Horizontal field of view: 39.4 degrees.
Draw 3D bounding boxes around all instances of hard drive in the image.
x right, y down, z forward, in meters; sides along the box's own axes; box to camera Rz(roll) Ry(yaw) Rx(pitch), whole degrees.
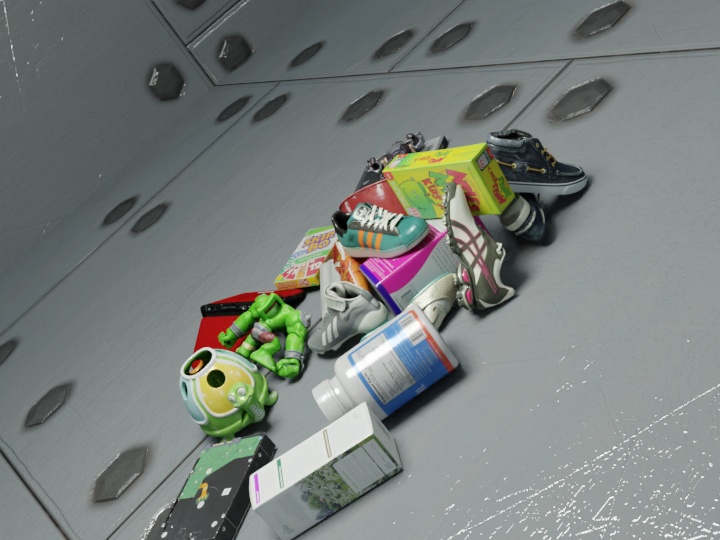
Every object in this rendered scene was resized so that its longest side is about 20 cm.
[{"bbox_3d":[-0.221,0.344,1.537,0.139,0.038,0.200,-18,32,34],"label":"hard drive"}]

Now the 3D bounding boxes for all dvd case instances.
[{"bbox_3d":[0.078,-0.202,2.085,0.200,0.025,0.150,-17,32,34],"label":"dvd case"}]

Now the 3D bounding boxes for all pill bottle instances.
[{"bbox_3d":[0.033,0.149,1.461,0.200,0.112,0.112,-36,26,3],"label":"pill bottle"}]

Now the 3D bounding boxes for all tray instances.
[{"bbox_3d":[-0.020,0.023,1.792,0.107,0.022,0.200,-9,29,1],"label":"tray"}]

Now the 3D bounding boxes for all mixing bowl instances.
[{"bbox_3d":[0.071,-0.090,1.766,0.200,0.109,0.200,-16,-10,-3],"label":"mixing bowl"}]

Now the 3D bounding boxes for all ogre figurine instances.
[{"bbox_3d":[-0.157,0.110,1.764,0.120,0.098,0.200,-59,26,-10],"label":"ogre figurine"}]

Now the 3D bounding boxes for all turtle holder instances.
[{"bbox_3d":[-0.229,0.206,1.667,0.141,0.132,0.186,-33,26,6],"label":"turtle holder"}]

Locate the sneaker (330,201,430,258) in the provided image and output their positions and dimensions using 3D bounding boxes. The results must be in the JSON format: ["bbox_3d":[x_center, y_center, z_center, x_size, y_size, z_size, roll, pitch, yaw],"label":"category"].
[{"bbox_3d":[0.025,-0.070,1.634,0.200,0.080,0.071,-6,38,49],"label":"sneaker"}]

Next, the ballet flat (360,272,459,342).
[{"bbox_3d":[0.089,0.085,1.574,0.200,0.067,0.062,-39,54,3],"label":"ballet flat"}]

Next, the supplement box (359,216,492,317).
[{"bbox_3d":[0.114,-0.015,1.643,0.200,0.101,0.103,-37,25,-2],"label":"supplement box"}]

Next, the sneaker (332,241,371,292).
[{"bbox_3d":[0.000,0.000,1.734,0.077,0.073,0.200,-2,31,-8],"label":"sneaker"}]

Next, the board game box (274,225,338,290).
[{"bbox_3d":[-0.089,-0.033,1.982,0.095,0.030,0.200,-9,29,29],"label":"board game box"}]

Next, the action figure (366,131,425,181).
[{"bbox_3d":[0.075,-0.224,2.022,0.130,0.069,0.200,-38,20,18],"label":"action figure"}]

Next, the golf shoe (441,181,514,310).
[{"bbox_3d":[0.173,-0.041,1.530,0.088,0.201,0.077,-12,4,7],"label":"golf shoe"}]

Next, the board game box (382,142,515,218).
[{"bbox_3d":[0.136,-0.137,1.585,0.200,0.102,0.048,0,39,50],"label":"board game box"}]

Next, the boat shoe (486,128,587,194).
[{"bbox_3d":[0.283,-0.174,1.603,0.200,0.091,0.071,-3,28,-24],"label":"boat shoe"}]

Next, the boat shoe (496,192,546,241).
[{"bbox_3d":[0.262,-0.102,1.643,0.075,0.062,0.200,-50,15,12],"label":"boat shoe"}]

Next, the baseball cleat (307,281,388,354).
[{"bbox_3d":[-0.038,0.072,1.650,0.200,0.106,0.070,-27,19,45],"label":"baseball cleat"}]

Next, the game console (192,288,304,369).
[{"bbox_3d":[-0.218,0.113,1.938,0.172,0.119,0.200,-17,9,-42],"label":"game console"}]

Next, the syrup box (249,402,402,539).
[{"bbox_3d":[-0.050,0.278,1.385,0.200,0.079,0.081,-33,26,8],"label":"syrup box"}]
